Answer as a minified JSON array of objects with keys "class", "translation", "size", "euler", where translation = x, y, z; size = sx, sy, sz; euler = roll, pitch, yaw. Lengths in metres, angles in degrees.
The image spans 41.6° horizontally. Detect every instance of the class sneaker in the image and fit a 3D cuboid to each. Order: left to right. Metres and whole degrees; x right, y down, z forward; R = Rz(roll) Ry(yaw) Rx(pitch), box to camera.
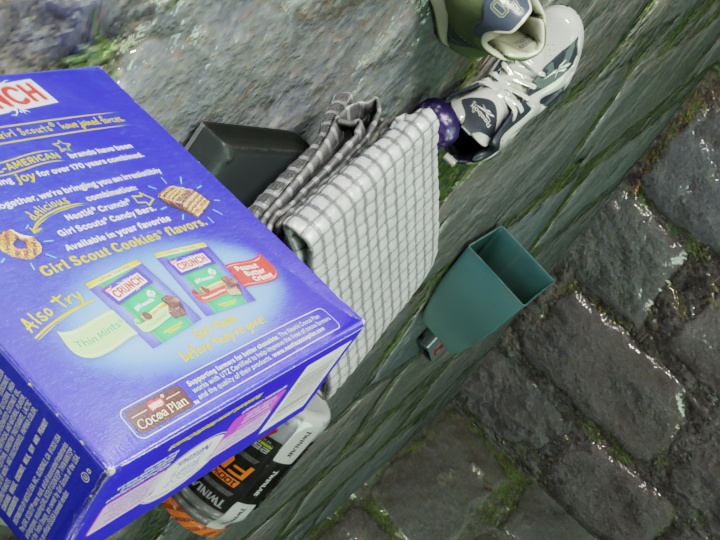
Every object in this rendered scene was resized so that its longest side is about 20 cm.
[{"class":"sneaker","translation":[0.115,-0.204,0.799],"size":[0.067,0.090,0.200],"euler":[-50,166,7]},{"class":"sneaker","translation":[0.149,-0.182,0.983],"size":[0.199,0.079,0.130],"euler":[-45,179,34]}]

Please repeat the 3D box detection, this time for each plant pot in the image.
[{"class":"plant pot","translation":[0.213,0.048,1.712],"size":[0.200,0.141,0.141],"euler":[-48,168,36]}]

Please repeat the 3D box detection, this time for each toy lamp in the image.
[{"class":"toy lamp","translation":[0.016,-0.099,0.863],"size":[0.200,0.058,0.058],"euler":[-35,162,-38]}]

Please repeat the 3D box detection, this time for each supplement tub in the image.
[{"class":"supplement tub","translation":[-0.138,0.206,1.102],"size":[0.200,0.123,0.123],"euler":[-51,166,11]}]

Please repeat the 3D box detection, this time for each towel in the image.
[{"class":"towel","translation":[-0.018,-0.020,0.728],"size":[0.166,0.086,0.200],"euler":[-48,152,-29]}]

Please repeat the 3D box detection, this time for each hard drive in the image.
[{"class":"hard drive","translation":[-0.125,-0.020,0.706],"size":[0.200,0.033,0.140],"euler":[-52,165,18]}]

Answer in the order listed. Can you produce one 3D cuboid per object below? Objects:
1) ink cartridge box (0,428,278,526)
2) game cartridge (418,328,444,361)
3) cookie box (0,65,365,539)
[{"class":"ink cartridge box","translation":[-0.171,0.111,0.691],"size":[0.200,0.083,0.145],"euler":[-24,162,-8]},{"class":"game cartridge","translation":[0.182,0.128,2.032],"size":[0.133,0.041,0.200],"euler":[-50,167,-6]},{"class":"cookie box","translation":[-0.125,0.002,0.421],"size":[0.171,0.200,0.075],"euler":[-25,155,-55]}]
